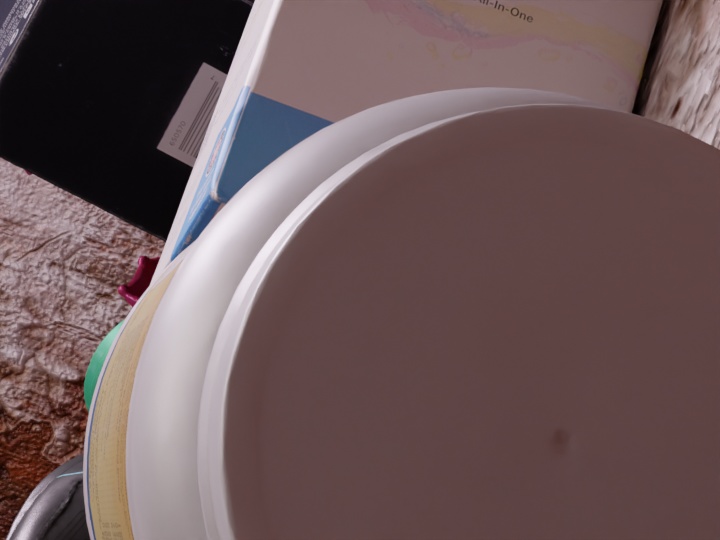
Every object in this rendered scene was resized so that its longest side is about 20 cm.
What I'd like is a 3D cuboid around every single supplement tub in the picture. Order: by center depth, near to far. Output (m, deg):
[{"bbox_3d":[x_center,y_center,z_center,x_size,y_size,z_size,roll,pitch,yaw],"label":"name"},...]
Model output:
[{"bbox_3d":[0.019,0.041,0.545,0.200,0.144,0.145,152,138,-79],"label":"supplement tub"}]

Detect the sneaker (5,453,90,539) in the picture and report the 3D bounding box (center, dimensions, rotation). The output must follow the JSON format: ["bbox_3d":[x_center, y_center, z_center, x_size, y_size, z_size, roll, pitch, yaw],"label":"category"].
[{"bbox_3d":[-0.071,0.093,1.106,0.200,0.075,0.079,-35,5,-33],"label":"sneaker"}]

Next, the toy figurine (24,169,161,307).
[{"bbox_3d":[-0.088,-0.055,1.263,0.200,0.184,0.150,-36,9,40],"label":"toy figurine"}]

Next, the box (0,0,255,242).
[{"bbox_3d":[-0.064,-0.069,1.102,0.104,0.200,0.182,-61,16,6],"label":"box"}]

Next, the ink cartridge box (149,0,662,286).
[{"bbox_3d":[0.023,-0.069,0.887,0.129,0.125,0.200,129,162,-67],"label":"ink cartridge box"}]

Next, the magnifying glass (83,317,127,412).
[{"bbox_3d":[-0.107,0.097,1.458,0.080,0.022,0.200,-32,-39,-20],"label":"magnifying glass"}]
